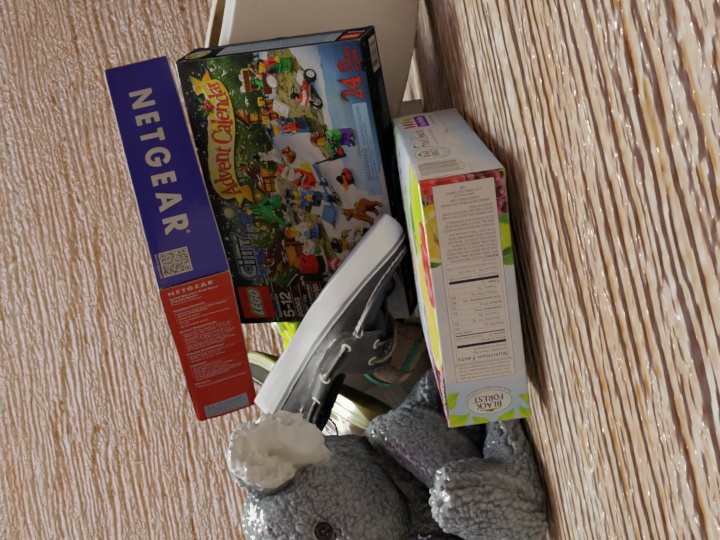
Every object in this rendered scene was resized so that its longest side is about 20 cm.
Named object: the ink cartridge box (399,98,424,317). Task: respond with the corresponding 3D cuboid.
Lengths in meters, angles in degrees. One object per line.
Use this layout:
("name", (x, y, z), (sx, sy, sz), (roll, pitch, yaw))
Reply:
("ink cartridge box", (0.038, -0.034, 0.992), (0.117, 0.066, 0.202), (92, 170, -64))

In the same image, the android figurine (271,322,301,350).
("android figurine", (-0.077, 0.009, 0.952), (0.184, 0.041, 0.200), (63, 172, -18))

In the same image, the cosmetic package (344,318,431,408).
("cosmetic package", (0.026, 0.105, 1.138), (0.107, 0.090, 0.201), (52, -165, -26))

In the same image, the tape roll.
("tape roll", (-0.048, -0.179, 0.888), (0.203, 0.137, 0.206), (-172, 90, -76))

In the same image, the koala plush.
("koala plush", (0.011, 0.156, 0.754), (0.185, 0.197, 0.179), (-101, 2, -49))

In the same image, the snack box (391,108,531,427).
("snack box", (0.058, -0.011, 0.687), (0.200, 0.052, 0.144), (-97, -1, -72))

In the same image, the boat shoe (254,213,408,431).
("boat shoe", (-0.008, 0.047, 0.763), (0.201, 0.066, 0.070), (-56, -1, 36))

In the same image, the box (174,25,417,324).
("box", (-0.040, -0.061, 0.785), (0.038, 0.135, 0.202), (-57, -40, -60))

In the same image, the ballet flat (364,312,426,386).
("ballet flat", (0.000, 0.000, 0.893), (0.067, 0.068, 0.201), (-53, 52, 27))

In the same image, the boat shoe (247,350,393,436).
("boat shoe", (-0.048, 0.125, 1.010), (0.200, 0.071, 0.067), (18, 86, 48))

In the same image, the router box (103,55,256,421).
("router box", (-0.131, -0.022, 0.821), (0.180, 0.048, 0.202), (88, 165, -55))
